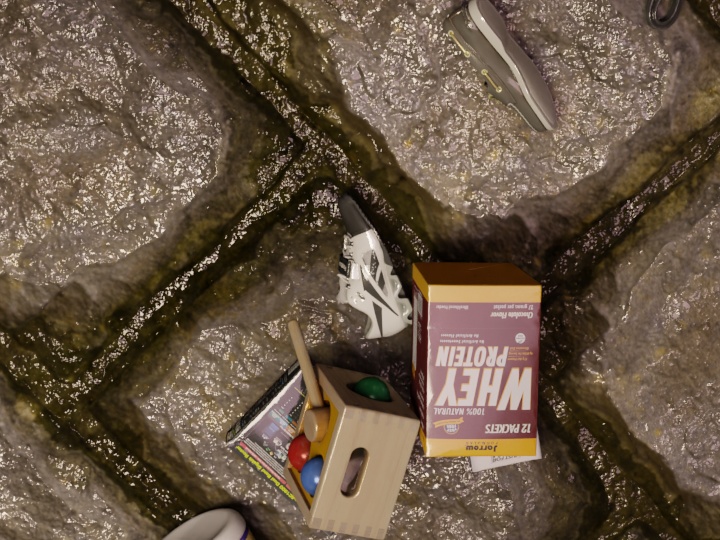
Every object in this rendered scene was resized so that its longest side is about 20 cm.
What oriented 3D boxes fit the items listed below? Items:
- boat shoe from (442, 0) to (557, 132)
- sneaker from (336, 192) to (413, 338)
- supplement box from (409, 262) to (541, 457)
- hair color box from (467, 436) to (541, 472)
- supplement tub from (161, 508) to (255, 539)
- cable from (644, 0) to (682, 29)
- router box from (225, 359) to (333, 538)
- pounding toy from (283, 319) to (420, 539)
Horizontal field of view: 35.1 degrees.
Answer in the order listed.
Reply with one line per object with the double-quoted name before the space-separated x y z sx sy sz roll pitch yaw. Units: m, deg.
"boat shoe" 0.180 -0.253 1.446 0.060 0.072 0.202 -25 116 31
"sneaker" 0.000 0.000 1.483 0.088 0.074 0.201 -24 102 0
"supplement box" 0.135 0.102 1.389 0.131 0.197 0.202 0 98 -3
"hair color box" 0.178 0.160 1.535 0.099 0.061 0.202 -11 102 -1
"supplement tub" -0.181 0.439 1.529 0.144 0.145 0.201 -26 103 2
"cable" 0.403 -0.412 1.450 0.096 0.050 0.202 -8 116 -19
"router box" -0.060 0.238 1.535 0.150 0.062 0.200 -45 101 5
"pounding toy" -0.031 0.193 1.417 0.141 0.184 0.202 13 100 -19
